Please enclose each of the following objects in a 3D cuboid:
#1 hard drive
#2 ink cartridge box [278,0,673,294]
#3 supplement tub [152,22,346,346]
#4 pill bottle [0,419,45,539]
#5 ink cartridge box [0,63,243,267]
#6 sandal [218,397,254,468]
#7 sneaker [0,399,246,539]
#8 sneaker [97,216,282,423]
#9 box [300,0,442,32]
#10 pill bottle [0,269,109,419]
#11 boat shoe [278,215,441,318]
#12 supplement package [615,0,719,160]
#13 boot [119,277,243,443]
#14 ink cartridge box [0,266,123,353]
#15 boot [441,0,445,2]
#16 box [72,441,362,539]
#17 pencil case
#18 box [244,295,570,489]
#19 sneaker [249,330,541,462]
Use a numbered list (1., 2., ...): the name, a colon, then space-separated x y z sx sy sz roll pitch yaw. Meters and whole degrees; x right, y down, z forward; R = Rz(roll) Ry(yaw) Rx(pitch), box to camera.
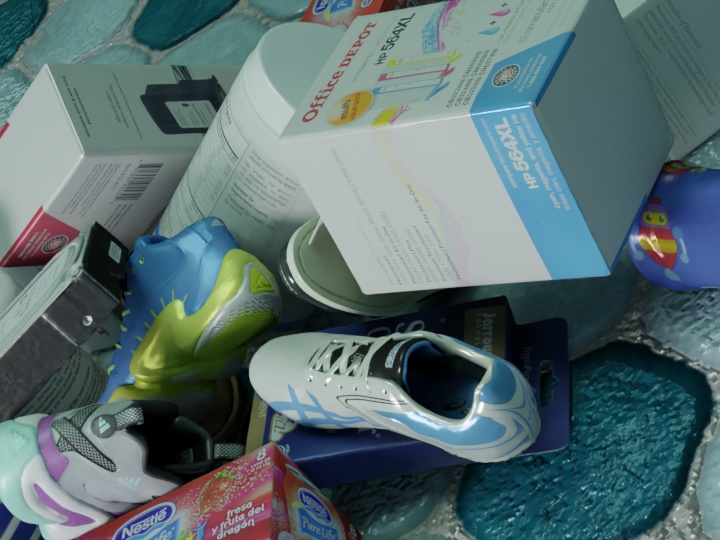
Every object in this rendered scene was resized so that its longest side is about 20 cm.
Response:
1. hard drive: -0.231 0.062 1.281 0.200 0.038 0.140 -47 13 9
2. ink cartridge box: 0.059 -0.076 1.172 0.200 0.125 0.129 -5 39 34
3. supplement tub: -0.053 -0.056 1.368 0.200 0.132 0.132 -57 19 35
4. pill bottle: -0.267 0.210 1.342 0.120 0.120 0.200 -9 44 41
5. ink cartridge box: -0.164 -0.078 1.462 0.145 0.200 0.084 -46 59 41
6. sandal: -0.057 0.108 1.306 0.200 0.055 0.082 -41 31 -1
7. sneaker: -0.136 0.135 1.256 0.140 0.200 0.078 -16 67 6
8. sneaker: -0.130 0.040 1.335 0.200 0.076 0.105 -43 59 31
9. box: 0.022 -0.185 1.551 0.095 0.103 0.200 -11 43 41
10. pill bottle: -0.267 0.071 1.440 0.113 0.200 0.113 -27 34 20
11. boat shoe: -0.001 -0.002 1.293 0.066 0.075 0.199 -22 -3 34
12. supplement package: 0.240 -0.192 1.307 0.200 0.117 0.117 -37 30 6
13. boot: -0.140 0.063 1.436 0.074 0.075 0.200 -33 35 3
14. ink cartridge box: -0.278 0.002 1.593 0.200 0.145 0.084 -15 39 35
15. boot: 0.112 -0.170 1.478 0.097 0.075 0.200 -8 50 24
16. box: -0.105 0.202 1.197 0.200 0.100 0.096 -28 33 20
17. pencil case: 0.247 -0.026 1.130 0.200 0.087 0.078 2 93 49
18. box: 0.029 0.075 1.227 0.200 0.032 0.121 -10 39 13
19. sneaker: 0.015 0.061 1.167 0.200 0.073 0.072 9 49 35
